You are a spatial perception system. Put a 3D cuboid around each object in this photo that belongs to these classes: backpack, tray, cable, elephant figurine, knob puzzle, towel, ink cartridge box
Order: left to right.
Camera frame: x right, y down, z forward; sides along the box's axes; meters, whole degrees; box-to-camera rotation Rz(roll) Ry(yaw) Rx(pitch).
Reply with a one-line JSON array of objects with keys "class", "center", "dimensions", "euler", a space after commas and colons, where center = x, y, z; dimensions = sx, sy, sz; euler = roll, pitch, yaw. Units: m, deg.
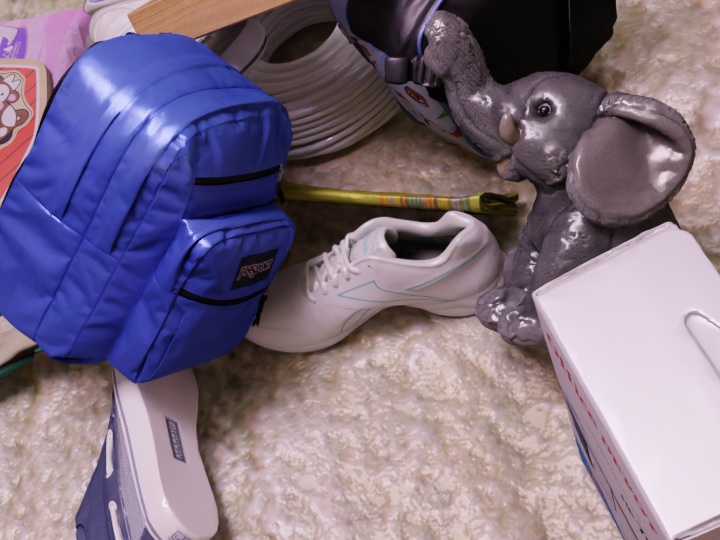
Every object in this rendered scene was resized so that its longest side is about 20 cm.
[{"class": "knob puzzle", "center": [-0.335, -0.106, 0.925], "dimensions": [0.218, 0.031, 0.221], "euler": [-9, 57, 14]}, {"class": "backpack", "center": [-0.127, -0.044, 0.752], "dimensions": [0.167, 0.162, 0.201], "euler": [34, 114, 15]}, {"class": "tray", "center": [-0.058, -0.197, 0.755], "dimensions": [0.199, 0.037, 0.099], "euler": [-5, 29, 46]}, {"class": "cable", "center": [-0.045, -0.185, 0.933], "dimensions": [0.199, 0.069, 0.201], "euler": [-23, 53, 5]}, {"class": "towel", "center": [0.008, -0.055, 0.821], "dimensions": [0.199, 0.086, 0.018], "euler": [5, 92, 25]}, {"class": "backpack", "center": [0.083, -0.178, 0.807], "dimensions": [0.200, 0.191, 0.154], "euler": [-48, 49, -6]}, {"class": "elephant figurine", "center": [0.135, -0.059, 0.700], "dimensions": [0.141, 0.155, 0.202], "euler": [7, 103, 40]}, {"class": "ink cartridge box", "center": [0.167, 0.096, 0.589], "dimensions": [0.085, 0.200, 0.147], "euler": [-26, 53, 3]}]

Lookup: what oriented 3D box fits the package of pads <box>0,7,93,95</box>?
[{"class": "package of pads", "center": [-0.321, -0.159, 1.017], "dimensions": [0.198, 0.076, 0.121], "euler": [-6, 54, 17]}]

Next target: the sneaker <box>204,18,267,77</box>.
[{"class": "sneaker", "center": [-0.119, -0.106, 0.866], "dimensions": [0.200, 0.071, 0.073], "euler": [-45, 24, 33]}]

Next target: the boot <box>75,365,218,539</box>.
[{"class": "boot", "center": [-0.159, 0.123, 0.780], "dimensions": [0.090, 0.073, 0.201], "euler": [-39, 40, 17]}]

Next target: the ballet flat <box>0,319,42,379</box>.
[{"class": "ballet flat", "center": [-0.251, 0.041, 0.858], "dimensions": [0.199, 0.070, 0.070], "euler": [-24, 53, 4]}]

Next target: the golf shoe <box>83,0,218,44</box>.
[{"class": "golf shoe", "center": [-0.116, -0.200, 0.896], "dimensions": [0.199, 0.078, 0.098], "euler": [-18, 73, 14]}]

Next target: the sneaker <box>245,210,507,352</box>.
[{"class": "sneaker", "center": [0.000, 0.000, 0.791], "dimensions": [0.199, 0.080, 0.071], "euler": [-15, 56, 13]}]
